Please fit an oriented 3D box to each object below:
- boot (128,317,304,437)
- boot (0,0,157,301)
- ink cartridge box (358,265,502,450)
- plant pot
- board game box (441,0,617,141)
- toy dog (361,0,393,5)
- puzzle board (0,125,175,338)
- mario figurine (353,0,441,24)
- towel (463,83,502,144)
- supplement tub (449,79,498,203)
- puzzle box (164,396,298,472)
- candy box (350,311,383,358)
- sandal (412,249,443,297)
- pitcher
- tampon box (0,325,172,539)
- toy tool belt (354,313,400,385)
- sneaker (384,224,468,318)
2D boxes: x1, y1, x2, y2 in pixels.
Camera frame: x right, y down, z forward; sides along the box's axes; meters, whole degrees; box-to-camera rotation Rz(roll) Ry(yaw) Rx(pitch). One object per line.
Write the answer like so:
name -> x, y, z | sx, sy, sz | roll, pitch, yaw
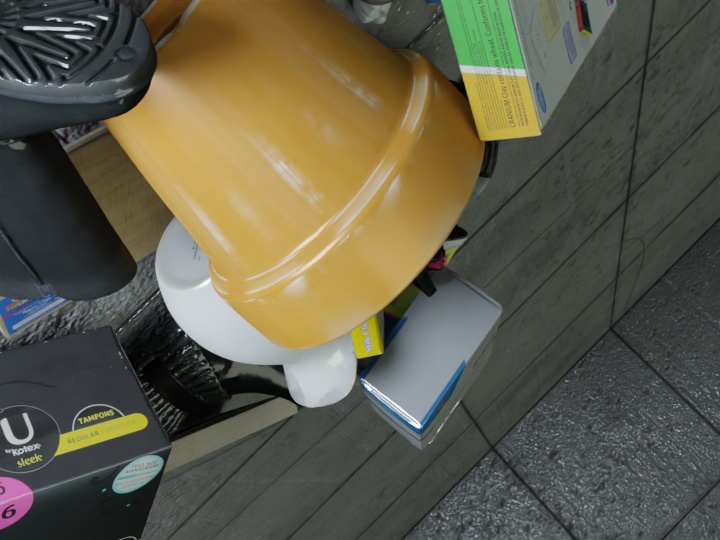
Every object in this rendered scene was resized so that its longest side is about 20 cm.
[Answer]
boot -> -0.135, 0.111, 0.865 | 0.158, 0.079, 0.211 | -47, 128, 2
boot -> -0.162, -0.050, 0.484 | 0.202, 0.161, 0.066 | 84, 22, -50
ink cartridge box -> 0.077, 0.101, 0.965 | 0.147, 0.085, 0.200 | -53, 167, -11
plant pot -> -0.055, -0.088, 0.548 | 0.200, 0.200, 0.183 | -46, 118, 5
board game box -> 0.105, -0.196, 0.556 | 0.201, 0.040, 0.155 | -52, 130, -46
toy dog -> 0.003, -0.265, 0.506 | 0.201, 0.129, 0.098 | 116, -13, -49
puzzle board -> -0.186, -0.046, 0.646 | 0.198, 0.017, 0.152 | -34, 156, -25
mario figurine -> 0.072, -0.212, 0.678 | 0.198, 0.123, 0.107 | -2, 125, -51
towel -> 0.128, -0.153, 0.969 | 0.111, 0.049, 0.202 | -11, 139, -56
supplement tub -> 0.030, -0.113, 0.768 | 0.123, 0.123, 0.199 | -53, 156, 21
puzzle box -> -0.176, 0.179, 0.952 | 0.131, 0.026, 0.198 | -21, 177, 39
candy box -> 0.000, 0.000, 0.761 | 0.026, 0.105, 0.200 | -13, -172, 3
sandal -> 0.047, -0.021, 0.800 | 0.045, 0.075, 0.200 | -48, 170, -2
pitcher -> -0.073, 0.001, 0.753 | 0.119, 0.175, 0.200 | -9, 150, 28
tampon box -> -0.257, 0.170, 0.719 | 0.148, 0.127, 0.202 | -14, 144, -36
toy tool belt -> 0.005, 0.060, 1.025 | 0.123, 0.126, 0.199 | -44, 160, 22
sneaker -> 0.061, -0.010, 1.010 | 0.092, 0.077, 0.200 | -67, 169, 25
